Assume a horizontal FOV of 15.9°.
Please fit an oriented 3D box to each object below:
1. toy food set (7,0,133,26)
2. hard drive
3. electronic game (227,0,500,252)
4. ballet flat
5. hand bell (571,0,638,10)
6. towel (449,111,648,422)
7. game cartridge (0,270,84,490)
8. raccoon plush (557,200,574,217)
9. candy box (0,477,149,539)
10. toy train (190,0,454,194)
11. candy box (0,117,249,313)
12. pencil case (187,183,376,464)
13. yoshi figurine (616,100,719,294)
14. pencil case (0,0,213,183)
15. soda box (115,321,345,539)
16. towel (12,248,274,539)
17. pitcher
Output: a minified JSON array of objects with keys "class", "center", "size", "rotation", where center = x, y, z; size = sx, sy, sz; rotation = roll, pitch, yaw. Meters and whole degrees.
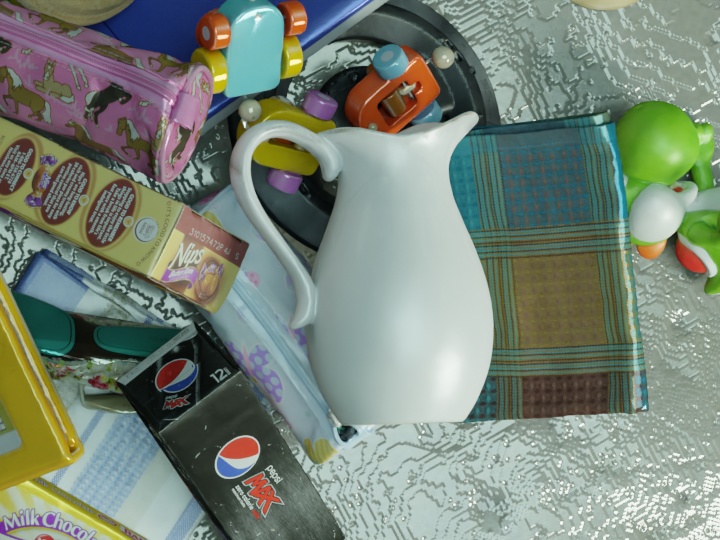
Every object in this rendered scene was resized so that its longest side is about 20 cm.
[{"class":"toy food set","center":[-0.190,-0.257,1.669],"size":[0.198,0.049,0.200],"rotation":[-47,131,-39]},{"class":"hard drive","center":[-0.085,-0.184,1.738],"size":[0.200,0.025,0.132],"rotation":[-37,67,-9]},{"class":"electronic game","center":[0.004,-0.101,1.768],"size":[0.200,0.042,0.200],"rotation":[5,75,-20]},{"class":"ballet flat","center":[-0.190,0.062,1.710],"size":[0.200,0.076,0.064],"rotation":[13,118,-7]},{"class":"hand bell","center":[0.196,-0.235,1.741],"size":[0.104,0.200,0.104],"rotation":[0,91,-13]},{"class":"towel","center":[0.113,0.000,1.709],"size":[0.147,0.022,0.200],"rotation":[-5,93,29]},{"class":"game cartridge","center":[-0.301,0.076,1.675],"size":[0.200,0.032,0.176],"rotation":[-22,97,20]},{"class":"raccoon plush","center":[0.104,0.025,1.761],"size":[0.097,0.134,0.200],"rotation":[39,83,-12]},{"class":"candy box","center":[-0.198,0.209,1.744],"size":[0.200,0.026,0.102],"rotation":[31,97,-12]},{"class":"toy train","center":[-0.034,-0.138,1.683],"size":[0.150,0.056,0.200],"rotation":[-45,135,-3]},{"class":"candy box","center":[-0.183,-0.044,1.658],"size":[0.200,0.117,0.056],"rotation":[24,86,22]},{"class":"pencil case","center":[-0.057,0.036,1.743],"size":[0.083,0.091,0.200],"rotation":[-37,94,26]},{"class":"yoshi figurine","center":[0.249,-0.056,1.813],"size":[0.200,0.112,0.112],"rotation":[19,72,-10]},{"class":"pencil case","center":[-0.189,-0.123,1.605],"size":[0.200,0.087,0.083],"rotation":[23,112,9]},{"class":"soda box","center":[-0.083,0.127,1.706],"size":[0.071,0.063,0.200],"rotation":[-37,137,-9]},{"class":"towel","center":[-0.172,0.094,1.758],"size":[0.200,0.024,0.147],"rotation":[33,85,-11]},{"class":"pitcher","center":[0.000,0.000,1.658],"size":[0.171,0.121,0.200],"rotation":[-1,86,-20]}]
